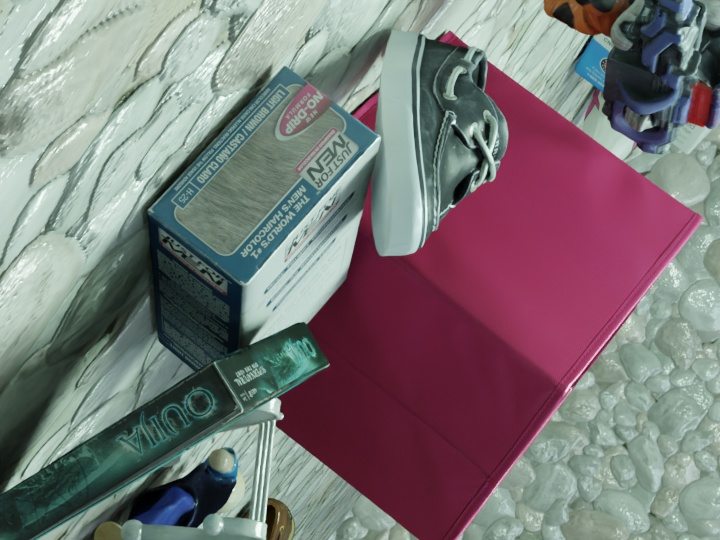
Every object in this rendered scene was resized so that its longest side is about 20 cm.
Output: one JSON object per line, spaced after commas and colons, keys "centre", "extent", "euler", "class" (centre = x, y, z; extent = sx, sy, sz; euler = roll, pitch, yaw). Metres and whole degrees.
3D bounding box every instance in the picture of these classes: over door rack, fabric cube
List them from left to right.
{"centre": [-0.110, 0.152, 0.992], "extent": [0.200, 0.067, 0.148], "euler": [152, -52, -62], "class": "over door rack"}
{"centre": [0.052, 0.015, 1.103], "extent": [0.196, 0.199, 0.200], "euler": [-46, 170, -42], "class": "fabric cube"}

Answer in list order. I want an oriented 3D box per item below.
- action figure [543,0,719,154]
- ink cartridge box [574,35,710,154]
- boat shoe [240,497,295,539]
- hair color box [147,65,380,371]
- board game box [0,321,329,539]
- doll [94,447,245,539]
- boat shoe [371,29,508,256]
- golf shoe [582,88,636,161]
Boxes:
{"centre": [0.163, -0.157, 0.997], "extent": [0.105, 0.193, 0.200], "euler": [-51, 172, -14], "class": "action figure"}
{"centre": [0.317, -0.235, 1.694], "extent": [0.084, 0.146, 0.200], "euler": [-42, 166, -43], "class": "ink cartridge box"}
{"centre": [-0.138, 0.316, 1.820], "extent": [0.200, 0.072, 0.068], "euler": [-56, 168, -17], "class": "boat shoe"}
{"centre": [-0.051, -0.012, 0.896], "extent": [0.100, 0.061, 0.200], "euler": [-49, 172, -18], "class": "hair color box"}
{"centre": [-0.119, 0.092, 0.839], "extent": [0.200, 0.028, 0.135], "euler": [-32, 177, 16], "class": "board game box"}
{"centre": [-0.139, 0.177, 1.262], "extent": [0.136, 0.048, 0.200], "euler": [-44, 174, 24], "class": "doll"}
{"centre": [0.042, -0.068, 0.910], "extent": [0.200, 0.068, 0.072], "euler": [-82, 176, -64], "class": "boat shoe"}
{"centre": [0.300, -0.203, 2.029], "extent": [0.092, 0.073, 0.200], "euler": [-19, 136, -65], "class": "golf shoe"}
